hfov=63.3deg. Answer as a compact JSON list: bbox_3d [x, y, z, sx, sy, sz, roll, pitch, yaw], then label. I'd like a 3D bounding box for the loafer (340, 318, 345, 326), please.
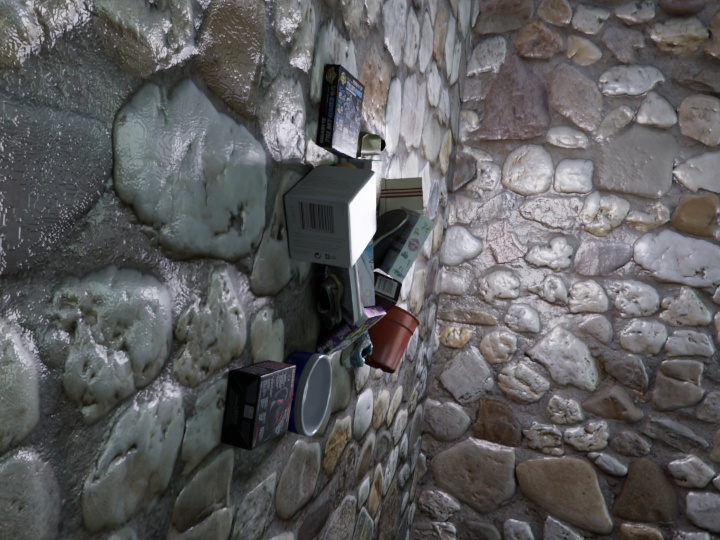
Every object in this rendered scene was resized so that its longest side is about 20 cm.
[{"bbox_3d":[-0.037,0.142,1.762,0.200,0.070,0.075,51,49,-68],"label":"loafer"}]

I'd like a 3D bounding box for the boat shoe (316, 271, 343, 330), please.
[{"bbox_3d":[-0.090,0.092,1.592,0.065,0.072,0.204,-28,144,-31],"label":"boat shoe"}]

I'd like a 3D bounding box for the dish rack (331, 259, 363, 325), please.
[{"bbox_3d":[-0.035,0.032,1.581,0.171,0.042,0.206,-149,-128,-66],"label":"dish rack"}]

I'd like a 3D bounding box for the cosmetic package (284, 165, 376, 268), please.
[{"bbox_3d":[-0.065,-0.135,1.401,0.201,0.160,0.169,-55,148,-54],"label":"cosmetic package"}]

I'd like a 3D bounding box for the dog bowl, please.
[{"bbox_3d":[-0.142,0.310,1.483,0.200,0.077,0.206,7,90,-73],"label":"dog bowl"}]

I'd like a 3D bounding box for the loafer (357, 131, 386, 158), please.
[{"bbox_3d":[0.027,-0.381,1.756,0.200,0.066,0.078,-47,142,-62],"label":"loafer"}]

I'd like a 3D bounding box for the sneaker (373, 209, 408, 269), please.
[{"bbox_3d":[0.068,-0.090,1.717,0.198,0.075,0.106,-38,141,2],"label":"sneaker"}]

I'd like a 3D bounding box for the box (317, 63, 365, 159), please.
[{"bbox_3d":[-0.048,-0.410,1.532,0.199,0.048,0.205,-6,103,-72],"label":"box"}]

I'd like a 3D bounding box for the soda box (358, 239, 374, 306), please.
[{"bbox_3d":[0.000,0.000,1.640,0.064,0.066,0.205,-125,-150,-64],"label":"soda box"}]

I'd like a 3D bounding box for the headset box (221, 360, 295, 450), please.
[{"bbox_3d":[-0.209,0.281,1.257,0.199,0.073,0.153,4,94,-73],"label":"headset box"}]

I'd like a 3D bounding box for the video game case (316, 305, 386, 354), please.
[{"bbox_3d":[-0.023,0.174,1.703,0.180,0.036,0.199,-41,168,12],"label":"video game case"}]

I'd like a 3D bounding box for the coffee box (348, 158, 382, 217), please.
[{"bbox_3d":[0.011,-0.228,1.746,0.113,0.078,0.206,-29,125,-68],"label":"coffee box"}]

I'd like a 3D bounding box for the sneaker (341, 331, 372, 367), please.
[{"bbox_3d":[0.006,0.242,1.922,0.079,0.084,0.202,81,24,-44],"label":"sneaker"}]

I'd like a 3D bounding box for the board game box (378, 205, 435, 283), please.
[{"bbox_3d":[0.125,-0.081,1.757,0.203,0.063,0.147,-62,-155,4],"label":"board game box"}]

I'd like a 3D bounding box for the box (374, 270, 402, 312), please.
[{"bbox_3d":[0.046,0.082,1.823,0.200,0.098,0.077,132,-22,-64],"label":"box"}]

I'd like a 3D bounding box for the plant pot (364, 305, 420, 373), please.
[{"bbox_3d":[0.085,0.237,2.035,0.201,0.196,0.199,61,48,-62],"label":"plant pot"}]

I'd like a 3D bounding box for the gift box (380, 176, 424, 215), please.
[{"bbox_3d":[0.119,-0.190,1.931,0.203,0.181,0.188,-86,172,-46],"label":"gift box"}]

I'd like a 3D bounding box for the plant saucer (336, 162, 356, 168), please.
[{"bbox_3d":[-0.034,-0.190,1.601,0.199,0.035,0.206,-26,122,-51],"label":"plant saucer"}]
